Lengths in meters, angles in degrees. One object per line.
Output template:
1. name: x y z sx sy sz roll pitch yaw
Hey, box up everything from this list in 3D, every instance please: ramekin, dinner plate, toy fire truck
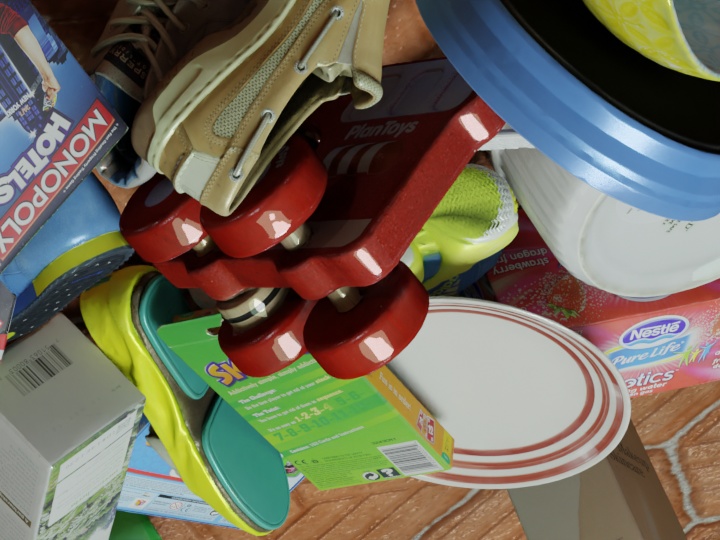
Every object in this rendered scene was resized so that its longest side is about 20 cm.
1. ramekin: 0.179 -0.074 1.269 0.198 0.106 0.201 -15 145 -11
2. dinner plate: 0.064 0.070 1.312 0.198 0.024 0.201 8 143 6
3. toy fire truck: -0.019 -0.042 1.127 0.112 0.199 0.168 50 63 -24

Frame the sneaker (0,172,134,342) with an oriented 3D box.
1. sneaker: -0.198 -0.006 1.199 0.066 0.079 0.200 -24 173 -44

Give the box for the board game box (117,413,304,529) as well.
1. board game box: -0.075 0.090 1.404 0.150 0.037 0.200 15 131 -40

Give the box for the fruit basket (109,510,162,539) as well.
1. fruit basket: -0.198 0.262 1.422 0.214 0.217 0.156 -15 145 -11

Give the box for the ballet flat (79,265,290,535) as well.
1. ballet flat: -0.108 0.078 1.309 0.067 0.067 0.201 -5 128 33

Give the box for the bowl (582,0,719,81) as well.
1. bowl: 0.142 -0.199 1.061 0.107 0.202 0.200 11 161 32

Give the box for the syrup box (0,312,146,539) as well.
1. syrup box: -0.196 0.127 1.319 0.079 0.081 0.201 -36 160 -35

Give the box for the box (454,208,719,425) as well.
1. box: 0.162 0.017 1.385 0.198 0.100 0.096 -9 144 -17

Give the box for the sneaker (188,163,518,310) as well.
1. sneaker: 0.000 0.000 1.295 0.198 0.076 0.105 -12 158 4

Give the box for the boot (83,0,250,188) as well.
1. boot: -0.088 -0.120 1.055 0.096 0.073 0.201 -47 161 -34

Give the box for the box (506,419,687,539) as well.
1. box: 0.155 0.154 1.475 0.078 0.201 0.095 -35 144 19

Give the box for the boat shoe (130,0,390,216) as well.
1. boat shoe: -0.016 -0.107 1.034 0.200 0.076 0.072 -48 164 -6

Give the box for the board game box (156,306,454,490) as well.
1. board game box: -0.030 0.069 1.283 0.095 0.030 0.200 -12 145 26

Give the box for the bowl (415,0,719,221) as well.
1. bowl: 0.117 -0.109 1.091 0.199 0.201 0.039 12 128 -40

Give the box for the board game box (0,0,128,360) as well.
1. board game box: -0.212 -0.033 1.011 0.200 0.061 0.200 -50 134 -16

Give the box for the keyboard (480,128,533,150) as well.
1. keyboard: 0.075 -0.072 1.191 0.199 0.011 0.056 -1 -179 33
